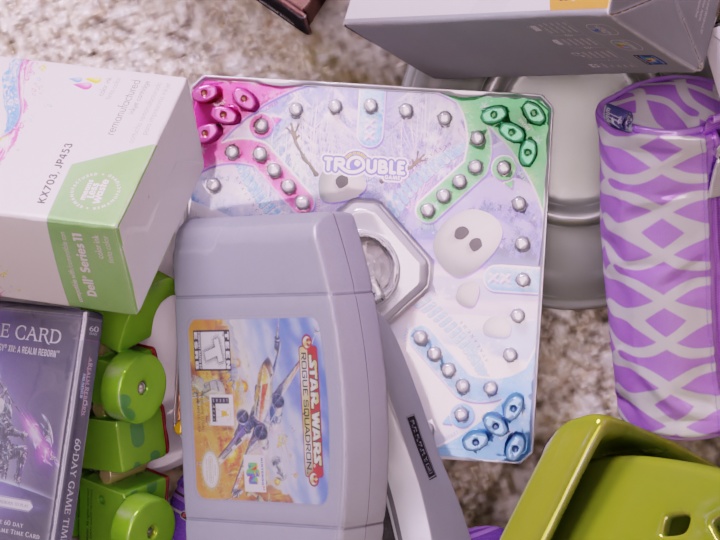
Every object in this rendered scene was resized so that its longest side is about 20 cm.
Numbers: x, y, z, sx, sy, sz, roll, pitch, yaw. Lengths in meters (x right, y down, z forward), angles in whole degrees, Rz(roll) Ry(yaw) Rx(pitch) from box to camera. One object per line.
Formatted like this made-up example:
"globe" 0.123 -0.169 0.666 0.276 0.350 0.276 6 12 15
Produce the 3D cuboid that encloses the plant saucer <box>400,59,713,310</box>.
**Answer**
"plant saucer" 0.118 -0.079 1.556 0.198 0.050 0.202 0 89 2

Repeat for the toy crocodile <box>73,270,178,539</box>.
"toy crocodile" -0.129 0.094 1.524 0.067 0.062 0.202 11 109 39

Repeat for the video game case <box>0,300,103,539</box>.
"video game case" -0.204 0.116 1.492 0.142 0.019 0.202 5 85 40

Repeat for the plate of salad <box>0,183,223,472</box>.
"plate of salad" -0.141 0.016 1.569 0.198 0.048 0.202 0 94 -6

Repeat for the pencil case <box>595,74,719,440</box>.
"pencil case" 0.173 -0.006 1.503 0.084 0.085 0.201 -29 123 -37

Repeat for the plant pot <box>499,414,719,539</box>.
"plant pot" 0.165 0.189 1.427 0.181 0.199 0.201 27 92 30

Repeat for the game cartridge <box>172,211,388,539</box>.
"game cartridge" -0.041 0.071 1.465 0.041 0.133 0.202 -3 91 -39

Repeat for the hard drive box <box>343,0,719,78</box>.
"hard drive box" 0.101 -0.186 1.473 0.077 0.199 0.157 25 75 -39

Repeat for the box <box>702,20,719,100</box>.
"box" 0.270 -0.098 1.477 0.060 0.199 0.117 -13 97 44

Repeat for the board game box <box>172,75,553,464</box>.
"board game box" 0.000 0.000 1.529 0.198 0.026 0.202 4 94 5

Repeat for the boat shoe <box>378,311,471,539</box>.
"boat shoe" 0.014 0.122 1.488 0.056 0.069 0.201 -21 81 19

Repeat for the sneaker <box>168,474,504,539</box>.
"sneaker" -0.012 0.142 1.550 0.198 0.081 0.084 5 80 1

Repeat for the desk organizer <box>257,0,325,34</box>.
"desk organizer" -0.091 -0.221 1.557 0.199 0.072 0.077 34 89 2

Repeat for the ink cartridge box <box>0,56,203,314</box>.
"ink cartridge box" -0.196 -0.052 1.487 0.198 0.068 0.118 7 48 16
